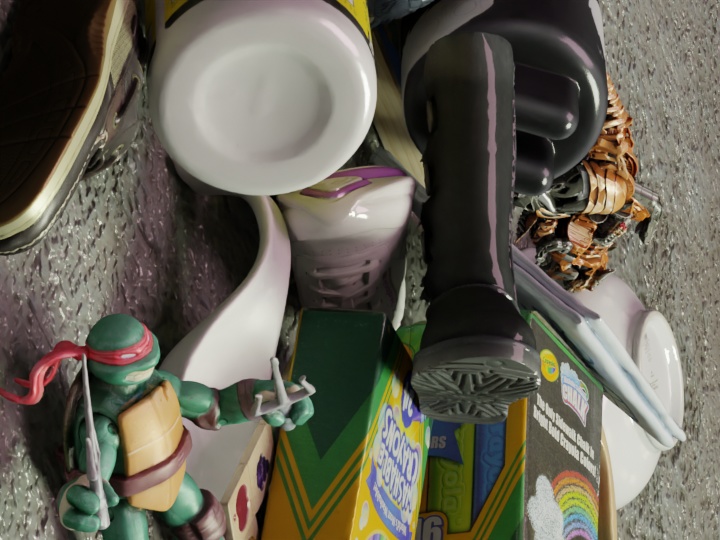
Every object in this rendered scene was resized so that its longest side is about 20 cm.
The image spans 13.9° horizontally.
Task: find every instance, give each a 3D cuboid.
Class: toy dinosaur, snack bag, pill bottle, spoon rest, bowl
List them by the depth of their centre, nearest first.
[{"bbox_3d":[-0.053,-0.135,1.498,0.200,0.112,0.113,-96,166,-55],"label":"pill bottle"},{"bbox_3d":[-0.071,0.033,1.516,0.099,0.060,0.200,47,41,-58],"label":"spoon rest"},{"bbox_3d":[0.104,0.016,1.812,0.021,0.200,0.189,-47,145,-3],"label":"snack bag"},{"bbox_3d":[0.133,-0.067,1.913,0.102,0.135,0.200,-74,174,-61],"label":"toy dinosaur"},{"bbox_3d":[0.165,0.080,2.026,0.201,0.090,0.202,-7,90,-68],"label":"bowl"}]

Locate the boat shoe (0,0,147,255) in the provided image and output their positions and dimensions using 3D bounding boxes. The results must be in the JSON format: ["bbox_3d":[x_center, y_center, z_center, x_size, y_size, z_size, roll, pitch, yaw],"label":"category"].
[{"bbox_3d":[-0.134,-0.074,1.383,0.065,0.073,0.200,58,32,-35],"label":"boat shoe"}]

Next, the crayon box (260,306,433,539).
[{"bbox_3d":[-0.009,0.136,1.564,0.126,0.051,0.200,59,38,-63],"label":"crayon box"}]

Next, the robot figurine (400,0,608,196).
[{"bbox_3d":[0.087,-0.127,1.761,0.125,0.150,0.200,51,22,-28],"label":"robot figurine"}]

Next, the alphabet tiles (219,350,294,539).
[{"bbox_3d":[-0.036,0.152,1.581,0.167,0.008,0.200,-65,154,-53],"label":"alphabet tiles"}]

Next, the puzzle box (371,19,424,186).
[{"bbox_3d":[0.020,-0.166,1.837,0.133,0.025,0.200,-71,146,-48],"label":"puzzle box"}]

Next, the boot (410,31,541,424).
[{"bbox_3d":[0.064,-0.031,1.566,0.165,0.065,0.200,122,-26,-76],"label":"boot"}]

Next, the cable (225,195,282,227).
[{"bbox_3d":[-0.033,-0.086,1.654,0.200,0.050,0.097,-36,119,-63],"label":"cable"}]

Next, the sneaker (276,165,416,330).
[{"bbox_3d":[0.000,0.000,1.615,0.200,0.075,0.100,64,19,-79],"label":"sneaker"}]

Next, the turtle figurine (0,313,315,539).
[{"bbox_3d":[-0.094,0.089,1.390,0.150,0.101,0.200,-30,131,-29],"label":"turtle figurine"}]

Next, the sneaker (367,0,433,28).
[{"bbox_3d":[0.019,-0.219,1.748,0.086,0.078,0.200,54,28,-28],"label":"sneaker"}]

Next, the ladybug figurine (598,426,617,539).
[{"bbox_3d":[0.112,0.158,1.893,0.136,0.072,0.200,25,60,-56],"label":"ladybug figurine"}]

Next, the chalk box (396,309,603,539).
[{"bbox_3d":[0.065,0.102,1.742,0.125,0.124,0.200,46,41,-54],"label":"chalk box"}]
